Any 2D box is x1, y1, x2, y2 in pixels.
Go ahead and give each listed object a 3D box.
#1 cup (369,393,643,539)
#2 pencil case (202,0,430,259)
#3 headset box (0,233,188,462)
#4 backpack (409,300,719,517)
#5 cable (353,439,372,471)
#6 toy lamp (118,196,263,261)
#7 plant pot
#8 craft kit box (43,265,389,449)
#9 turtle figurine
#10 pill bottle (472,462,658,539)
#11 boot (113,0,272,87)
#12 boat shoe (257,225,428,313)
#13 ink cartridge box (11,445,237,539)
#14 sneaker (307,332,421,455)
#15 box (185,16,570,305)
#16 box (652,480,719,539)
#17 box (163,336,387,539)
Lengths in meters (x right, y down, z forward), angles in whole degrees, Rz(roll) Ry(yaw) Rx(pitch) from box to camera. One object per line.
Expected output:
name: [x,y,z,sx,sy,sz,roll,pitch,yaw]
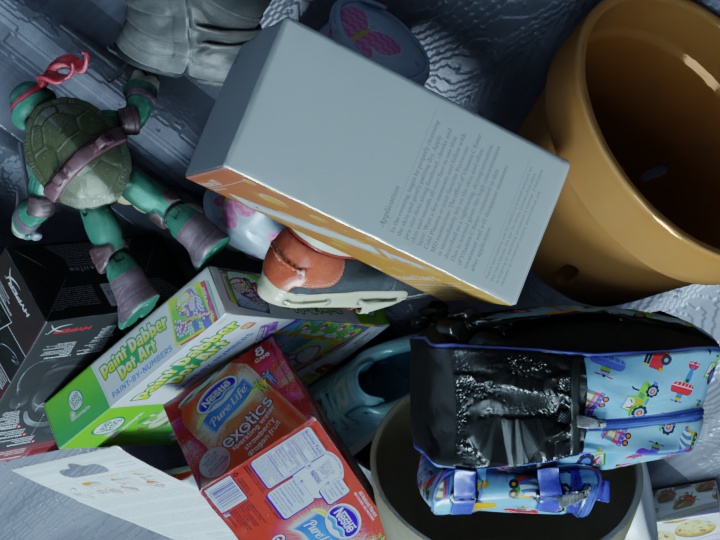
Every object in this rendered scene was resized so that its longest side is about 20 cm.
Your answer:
cup: [0.103,0.195,1.117,0.197,0.201,0.145,4,127,3]
pencil case: [-0.033,-0.097,1.056,0.082,0.091,0.200,21,128,-26]
headset box: [-0.239,0.069,1.166,0.148,0.078,0.200,-8,145,-46]
backpack: [0.137,0.089,0.992,0.197,0.183,0.137,0,90,-5]
cable: [-0.007,0.225,1.265,0.050,0.163,0.202,-5,121,-31]
toy lamp: [-0.140,-0.046,1.128,0.198,0.059,0.058,22,127,-13]
plant pot: [0.186,-0.065,1.002,0.199,0.202,0.140,29,141,-16]
craft kit box: [-0.109,0.072,1.151,0.199,0.049,0.196,-38,152,29]
turtle figurine: [-0.189,-0.069,1.038,0.149,0.101,0.201,-40,86,6]
pill bottle: [0.142,0.202,1.248,0.198,0.113,0.113,-12,125,16]
boot: [-0.152,-0.198,1.009,0.198,0.070,0.132,22,132,-5]
boat shoe: [0.000,0.000,1.082,0.071,0.199,0.063,39,107,29]
ink cartridge box: [-0.165,0.174,1.244,0.199,0.051,0.161,33,147,-33]
sneaker: [-0.006,0.099,1.196,0.199,0.075,0.082,-30,154,15]
box: [0.008,-0.063,0.926,0.198,0.124,0.098,25,83,-16]
box: [0.219,0.226,1.303,0.198,0.039,0.042,-11,126,15]
box: [-0.053,0.159,1.121,0.099,0.096,0.201,-31,135,-1]
